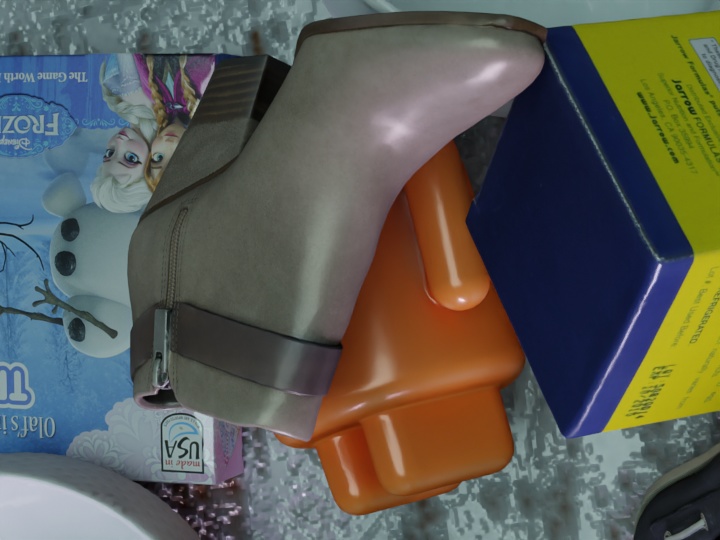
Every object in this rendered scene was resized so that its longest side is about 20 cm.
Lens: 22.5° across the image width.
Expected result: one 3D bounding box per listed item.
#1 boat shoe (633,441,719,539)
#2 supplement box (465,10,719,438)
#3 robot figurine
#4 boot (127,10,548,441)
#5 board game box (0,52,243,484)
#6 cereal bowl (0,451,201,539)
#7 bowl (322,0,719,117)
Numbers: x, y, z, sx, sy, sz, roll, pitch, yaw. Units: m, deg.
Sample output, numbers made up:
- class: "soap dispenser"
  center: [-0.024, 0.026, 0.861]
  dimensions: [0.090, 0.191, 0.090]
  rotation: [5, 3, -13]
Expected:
- class: "boat shoe"
  center: [0.144, 0.116, 0.712]
  dimensions: [0.073, 0.200, 0.063]
  rotation: [28, 59, 5]
- class: "supplement box"
  center: [0.158, -0.025, 0.673]
  dimensions: [0.200, 0.109, 0.110]
  rotation: [-8, 54, -20]
- class: "robot figurine"
  center: [-0.001, 0.001, 0.778]
  dimensions: [0.117, 0.144, 0.200]
  rotation: [-18, 80, 5]
- class: "boot"
  center: [-0.016, -0.011, 0.663]
  dimensions: [0.200, 0.070, 0.146]
  rotation: [-5, 72, 53]
- class: "board game box"
  center: [-0.155, -0.003, 0.864]
  dimensions: [0.200, 0.043, 0.199]
  rotation: [1, 94, 16]
- class: "cereal bowl"
  center: [-0.143, 0.174, 0.840]
  dimensions: [0.200, 0.083, 0.200]
  rotation: [3, 104, 11]
- class: "bowl"
  center: [0.060, -0.131, 0.750]
  dimensions: [0.201, 0.201, 0.090]
  rotation: [33, 145, 12]
